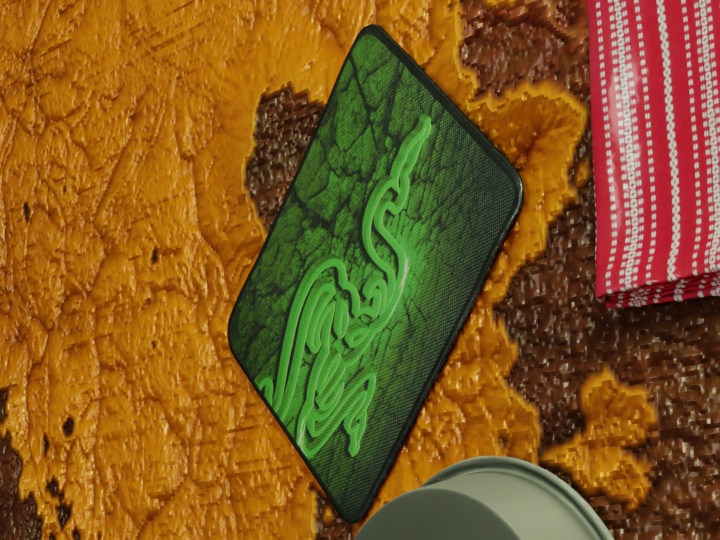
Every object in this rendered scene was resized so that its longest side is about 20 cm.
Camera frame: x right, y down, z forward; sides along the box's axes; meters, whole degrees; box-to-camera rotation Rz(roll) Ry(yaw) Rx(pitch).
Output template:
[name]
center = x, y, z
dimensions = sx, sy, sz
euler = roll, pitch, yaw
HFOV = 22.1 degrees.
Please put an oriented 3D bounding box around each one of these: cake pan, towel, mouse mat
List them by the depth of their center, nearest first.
[towel]
center = 0.155, -0.067, 0.684
dimensions = 0.199, 0.022, 0.146
euler = -14, 73, 52
[cake pan]
center = 0.044, 0.180, 0.786
dimensions = 0.200, 0.037, 0.202
euler = -11, 77, 53
[mouse mat]
center = 0.000, 0.000, 0.897
dimensions = 0.161, 0.007, 0.201
euler = 51, 126, 44
